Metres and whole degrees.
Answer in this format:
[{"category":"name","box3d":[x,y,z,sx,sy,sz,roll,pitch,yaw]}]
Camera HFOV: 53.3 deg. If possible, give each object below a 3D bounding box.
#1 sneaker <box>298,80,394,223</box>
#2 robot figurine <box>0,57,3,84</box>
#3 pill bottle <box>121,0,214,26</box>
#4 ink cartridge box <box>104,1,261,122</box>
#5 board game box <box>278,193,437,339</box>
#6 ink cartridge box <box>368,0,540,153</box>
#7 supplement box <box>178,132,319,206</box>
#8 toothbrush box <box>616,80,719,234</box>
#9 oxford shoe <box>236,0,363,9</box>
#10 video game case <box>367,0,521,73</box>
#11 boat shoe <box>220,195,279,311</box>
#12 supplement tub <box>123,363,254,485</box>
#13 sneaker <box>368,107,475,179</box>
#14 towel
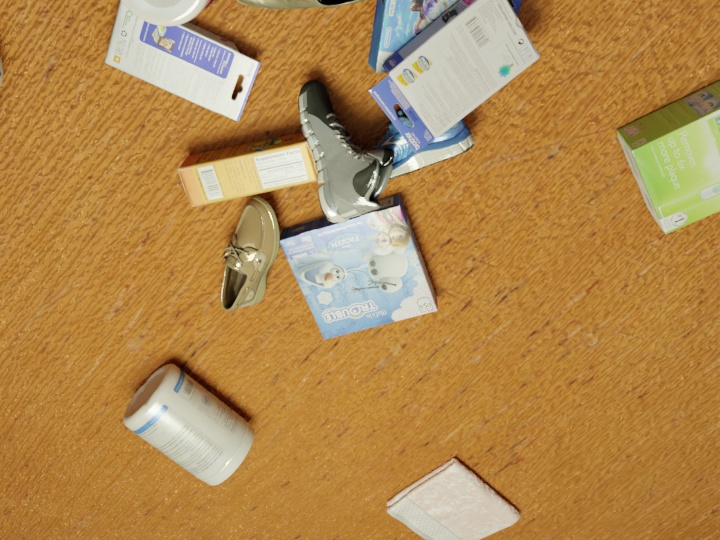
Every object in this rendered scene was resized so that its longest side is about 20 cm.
[{"category":"sneaker","box3d":[-0.010,-0.172,0.983,0.115,0.075,0.201,-11,95,30]},{"category":"robot figurine","box3d":[-0.588,-0.267,0.975,0.199,0.150,0.125,-17,89,14]},{"category":"pill bottle","box3d":[-0.210,-0.365,0.846,0.112,0.200,0.113,1,121,2]},{"category":"ink cartridge box","box3d":[-0.243,-0.290,0.989,0.199,0.037,0.095,24,118,-8]},{"category":"board game box","box3d":[0.000,0.000,1.141,0.199,0.043,0.200,-16,119,13]},{"category":"ink cartridge box","box3d":[0.115,-0.255,0.908,0.200,0.042,0.119,-39,126,8]},{"category":"supplement box","box3d":[-0.158,-0.150,1.049,0.199,0.067,0.069,-9,117,8]},{"category":"toothbrush box","box3d":[0.482,-0.165,0.989,0.199,0.086,0.146,-25,116,16]},{"category":"oxford shoe","box3d":[-0.073,-0.366,0.909,0.199,0.075,0.071,-5,120,6]},{"category":"video game case","box3d":[0.114,-0.345,0.900,0.180,0.046,0.201,-1,122,-17]},{"category":"boat shoe","box3d":[-0.176,-0.019,1.113,0.071,0.064,0.201,33,127,28]},{"category":"supplement tub","box3d":[-0.302,0.273,1.271,0.132,0.132,0.200,-37,111,22]},{"category":"sneaker","box3d":[0.058,-0.181,1.022,0.199,0.079,0.090,-18,95,21]},{"category":"towel","box3d":[0.181,0.475,1.419,0.191,0.032,0.200,-39,112,23]}]
